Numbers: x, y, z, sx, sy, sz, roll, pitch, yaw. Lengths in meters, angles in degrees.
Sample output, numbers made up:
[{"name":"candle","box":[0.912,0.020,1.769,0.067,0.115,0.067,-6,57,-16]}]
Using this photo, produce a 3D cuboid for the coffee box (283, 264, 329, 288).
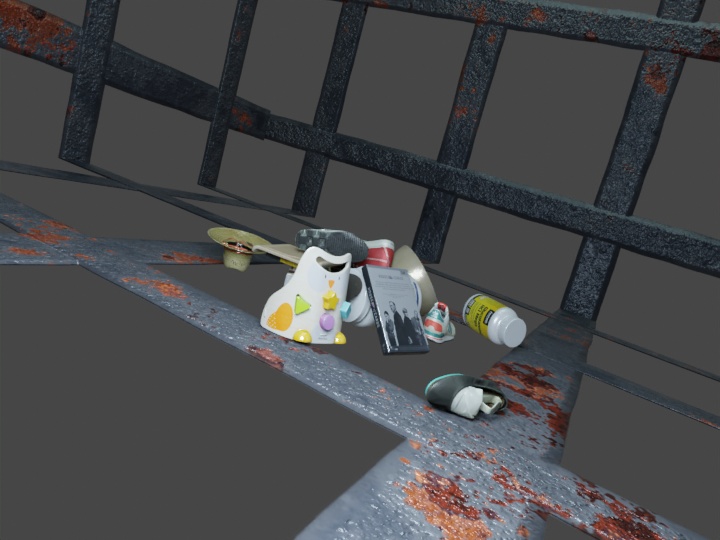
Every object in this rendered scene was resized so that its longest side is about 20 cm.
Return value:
[{"name":"coffee box","box":[-0.137,0.041,1.380,0.109,0.083,0.200,15,9,-7]}]

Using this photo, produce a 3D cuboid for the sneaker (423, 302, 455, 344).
[{"name":"sneaker","box":[0.221,0.134,1.466,0.069,0.097,0.198,20,9,23]}]

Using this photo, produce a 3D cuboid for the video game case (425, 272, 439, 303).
[{"name":"video game case","box":[0.199,0.054,1.667,0.022,0.204,0.182,-26,18,0]}]

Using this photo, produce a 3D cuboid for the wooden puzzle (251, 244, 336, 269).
[{"name":"wooden puzzle","box":[-0.159,-0.031,1.412,0.193,0.039,0.184,15,8,17]}]

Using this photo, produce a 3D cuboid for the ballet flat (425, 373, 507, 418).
[{"name":"ballet flat","box":[0.200,0.225,0.971,0.196,0.070,0.068,9,20,-42]}]

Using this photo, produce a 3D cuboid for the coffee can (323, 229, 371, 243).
[{"name":"coffee can","box":[-0.048,-0.042,1.845,0.194,0.151,0.146,13,9,-24]}]

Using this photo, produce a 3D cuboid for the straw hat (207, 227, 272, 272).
[{"name":"straw hat","box":[-0.336,-0.043,1.492,0.194,0.088,0.202,16,15,-4]}]

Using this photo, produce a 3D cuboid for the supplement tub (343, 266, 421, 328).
[{"name":"supplement tub","box":[0.042,0.069,1.343,0.196,0.150,0.143,9,11,-43]}]

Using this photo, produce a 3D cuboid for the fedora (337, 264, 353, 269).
[{"name":"fedora","box":[-0.072,-0.030,1.691,0.192,0.095,0.201,3,-18,1]}]

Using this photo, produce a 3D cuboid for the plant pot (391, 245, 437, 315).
[{"name":"plant pot","box":[0.114,0.052,1.552,0.131,0.205,0.200,-27,19,-8]}]

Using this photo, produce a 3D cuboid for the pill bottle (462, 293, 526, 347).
[{"name":"pill bottle","box":[0.405,0.153,1.648,0.109,0.116,0.199,12,9,-27]}]

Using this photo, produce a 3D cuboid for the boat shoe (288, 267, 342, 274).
[{"name":"boat shoe","box":[-0.111,0.010,1.562,0.198,0.077,0.074,9,-29,-43]}]

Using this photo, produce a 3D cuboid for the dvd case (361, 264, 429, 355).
[{"name":"dvd case","box":[0.081,0.089,1.236,0.147,0.206,0.024,8,-30,-45]}]

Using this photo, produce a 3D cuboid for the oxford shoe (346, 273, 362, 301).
[{"name":"oxford shoe","box":[-0.091,0.048,1.245,0.193,0.074,0.071,-15,7,-4]}]

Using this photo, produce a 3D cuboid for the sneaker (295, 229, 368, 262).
[{"name":"sneaker","box":[-0.068,-0.074,1.443,0.193,0.077,0.088,14,9,6]}]

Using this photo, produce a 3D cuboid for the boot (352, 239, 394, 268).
[{"name":"boot","box":[0.000,0.000,1.515,0.194,0.150,0.072,-5,-20,32]}]

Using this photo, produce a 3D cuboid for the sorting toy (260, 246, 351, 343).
[{"name":"sorting toy","box":[-0.081,0.047,1.116,0.196,0.186,0.105,8,11,-44]}]
